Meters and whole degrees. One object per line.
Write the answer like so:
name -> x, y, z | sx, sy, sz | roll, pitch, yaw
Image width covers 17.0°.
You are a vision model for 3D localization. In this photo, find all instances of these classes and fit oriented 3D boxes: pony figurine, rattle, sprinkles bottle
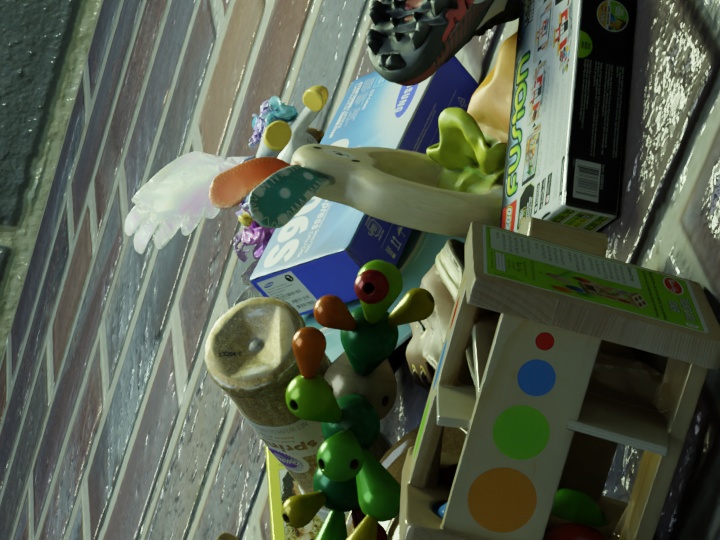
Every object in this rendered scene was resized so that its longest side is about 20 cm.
pony figurine -> -0.074, -0.063, 1.973 | 0.193, 0.166, 0.200 | -49, 3, -18
rattle -> 0.019, -0.091, 1.500 | 0.130, 0.199, 0.143 | -103, 29, -56
sprinkles bottle -> -0.033, 0.093, 1.532 | 0.200, 0.068, 0.068 | 58, -152, -53

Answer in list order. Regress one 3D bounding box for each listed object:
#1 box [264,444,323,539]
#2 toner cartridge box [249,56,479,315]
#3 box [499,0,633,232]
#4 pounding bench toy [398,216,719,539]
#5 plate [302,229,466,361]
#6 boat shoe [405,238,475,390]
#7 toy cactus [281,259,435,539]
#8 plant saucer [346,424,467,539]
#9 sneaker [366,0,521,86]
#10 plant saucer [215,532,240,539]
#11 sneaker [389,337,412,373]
box -> -0.044, 0.171, 1.789 | 0.200, 0.050, 0.075 | -98, 5, -49
toner cartridge box -> 0.004, -0.061, 1.639 | 0.095, 0.043, 0.200 | -16, 36, 41
box -> 0.125, -0.114, 1.448 | 0.110, 0.035, 0.201 | 140, 139, -67
pounding bench toy -> 0.096, 0.069, 1.236 | 0.200, 0.124, 0.156 | -82, 8, -76
plate -> 0.000, 0.000, 1.632 | 0.200, 0.026, 0.200 | -34, 27, 20
boat shoe -> 0.066, 0.051, 1.445 | 0.068, 0.072, 0.200 | -52, 17, 16
toy cactus -> 0.005, 0.079, 1.411 | 0.165, 0.102, 0.201 | -76, -14, -73
plant saucer -> 0.040, 0.162, 1.429 | 0.200, 0.035, 0.201 | -39, 36, 36
sneaker -> 0.070, -0.179, 1.535 | 0.071, 0.098, 0.201 | -2, 45, 36
plant saucer -> -0.084, 0.289, 1.727 | 0.200, 0.032, 0.201 | -1, -90, -82
sneaker -> 0.009, 0.010, 1.723 | 0.111, 0.077, 0.200 | -7, 36, 38
